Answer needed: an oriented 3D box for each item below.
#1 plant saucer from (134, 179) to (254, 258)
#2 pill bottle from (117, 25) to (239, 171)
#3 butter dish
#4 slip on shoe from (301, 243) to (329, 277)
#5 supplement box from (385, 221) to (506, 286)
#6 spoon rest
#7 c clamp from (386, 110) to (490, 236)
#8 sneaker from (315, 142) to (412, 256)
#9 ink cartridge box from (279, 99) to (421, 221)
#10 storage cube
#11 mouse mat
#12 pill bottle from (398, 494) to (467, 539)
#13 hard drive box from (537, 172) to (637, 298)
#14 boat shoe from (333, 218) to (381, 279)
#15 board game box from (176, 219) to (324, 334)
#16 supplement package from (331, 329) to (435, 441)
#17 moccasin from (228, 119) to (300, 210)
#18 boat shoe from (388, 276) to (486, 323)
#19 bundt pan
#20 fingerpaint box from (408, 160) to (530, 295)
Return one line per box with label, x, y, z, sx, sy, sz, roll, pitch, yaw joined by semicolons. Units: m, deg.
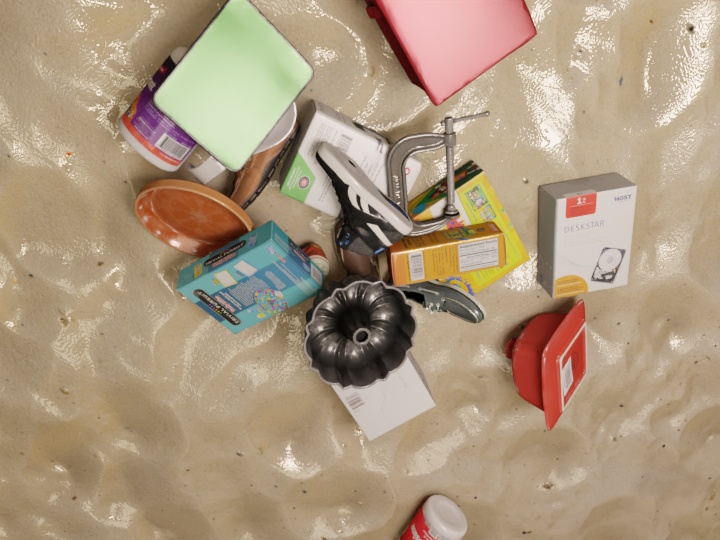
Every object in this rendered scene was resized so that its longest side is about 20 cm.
plant saucer;-0.268;-0.084;0.985;0.196;0.033;0.201;9;151;5
pill bottle;-0.261;-0.259;0.902;0.111;0.112;0.200;39;102;-24
butter dish;0.360;0.174;1.202;0.199;0.146;0.203;-39;128;-38
slip on shoe;-0.139;0.016;1.092;0.198;0.062;0.074;-31;132;22
supplement box;0.144;-0.030;1.020;0.196;0.067;0.070;-9;115;-4
spoon rest;-0.181;-0.203;0.906;0.199;0.061;0.099;-42;119;7
c clamp;0.124;-0.150;0.972;0.167;0.027;0.204;-7;120;-10
sneaker;-0.020;-0.096;0.947;0.112;0.074;0.199;-40;111;21
ink cartridge box;-0.019;-0.166;1.000;0.197;0.084;0.148;23;112;-19
storage cube;0.121;-0.379;0.865;0.198;0.172;0.181;-33;117;8
mouse mat;-0.178;-0.265;0.861;0.160;0.008;0.201;40;86;-29
pill bottle;0.157;0.640;1.416;0.111;0.113;0.202;23;111;-18
hard drive box;0.417;-0.064;1.120;0.153;0.077;0.204;-11;117;-3
boat shoe;0.006;-0.002;1.089;0.073;0.075;0.205;-20;115;3
board game box;-0.182;0.017;1.010;0.197;0.048;0.151;-25;134;20
supplement package;0.030;0.199;1.176;0.154;0.111;0.202;-28;116;6
moccasin;-0.178;-0.176;0.981;0.077;0.074;0.203;33;112;-7
boat shoe;0.131;0.056;1.082;0.062;0.198;0.073;-49;148;-24
bundt pan;-0.008;0.095;1.016;0.198;0.076;0.206;-7;114;-16
fingerpaint box;0.187;-0.065;1.088;0.165;0.074;0.201;-33;116;8
